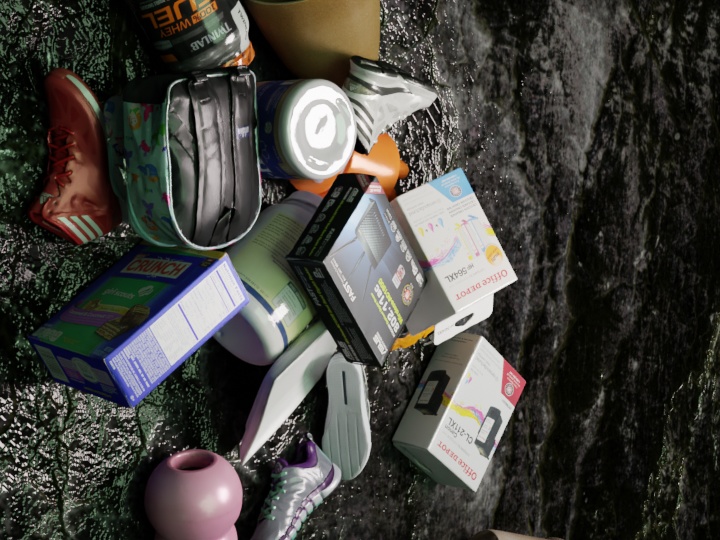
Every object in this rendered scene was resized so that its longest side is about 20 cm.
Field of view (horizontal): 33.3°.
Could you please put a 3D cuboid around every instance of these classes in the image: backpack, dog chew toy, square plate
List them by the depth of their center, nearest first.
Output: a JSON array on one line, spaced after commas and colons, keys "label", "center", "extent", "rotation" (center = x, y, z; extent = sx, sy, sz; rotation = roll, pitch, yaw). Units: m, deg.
[{"label": "backpack", "center": [-0.198, -0.125, 1.382], "extent": [0.177, 0.149, 0.203], "rotation": [-22, 108, -53]}, {"label": "dog chew toy", "center": [-0.208, 0.332, 1.523], "extent": [0.124, 0.124, 0.203], "rotation": [-16, 112, -41]}, {"label": "square plate", "center": [-0.088, 0.138, 1.587], "extent": [0.198, 0.028, 0.201], "rotation": [-47, 167, -42]}]

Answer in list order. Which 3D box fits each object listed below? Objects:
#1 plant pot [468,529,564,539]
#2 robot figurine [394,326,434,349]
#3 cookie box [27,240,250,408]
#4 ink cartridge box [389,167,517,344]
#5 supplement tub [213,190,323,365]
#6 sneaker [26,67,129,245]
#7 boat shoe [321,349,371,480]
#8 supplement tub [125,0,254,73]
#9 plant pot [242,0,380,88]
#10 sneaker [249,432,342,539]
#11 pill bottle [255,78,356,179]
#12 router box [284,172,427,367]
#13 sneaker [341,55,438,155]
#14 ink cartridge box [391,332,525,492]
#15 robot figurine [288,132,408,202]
[{"label": "plant pot", "center": [0.250, 0.504, 1.940], "extent": [0.172, 0.199, 0.202], "rotation": [30, 73, -22]}, {"label": "robot figurine", "center": [0.092, 0.050, 1.790], "extent": [0.199, 0.058, 0.146], "rotation": [-20, 140, -40]}, {"label": "cookie box", "center": [-0.258, 0.055, 1.409], "extent": [0.200, 0.170, 0.076], "rotation": [-44, 124, -32]}, {"label": "ink cartridge box", "center": [0.112, -0.013, 1.674], "extent": [0.128, 0.125, 0.202], "rotation": [-26, 86, -32]}, {"label": "supplement tub", "center": [-0.107, 0.007, 1.561], "extent": [0.200, 0.144, 0.146], "rotation": [-48, 124, -28]}, {"label": "sneaker", "center": [-0.338, -0.121, 1.379], "extent": [0.115, 0.078, 0.202], "rotation": [-38, 117, -35]}, {"label": "boat shoe", "center": [-0.013, 0.201, 1.720], "extent": [0.071, 0.071, 0.203], "rotation": [-58, 154, -64]}, {"label": "supplement tub", "center": [-0.213, -0.325, 1.443], "extent": [0.123, 0.122, 0.201], "rotation": [-47, 123, -29]}, {"label": "plant pot", "center": [-0.049, -0.323, 1.580], "extent": [0.187, 0.185, 0.201], "rotation": [-49, 141, -28]}, {"label": "sneaker", "center": [-0.113, 0.314, 1.653], "extent": [0.088, 0.074, 0.200], "rotation": [55, 50, -12]}, {"label": "pill bottle", "center": [-0.111, -0.175, 1.501], "extent": [0.119, 0.199, 0.122], "rotation": [-5, 98, -42]}, {"label": "router box", "center": [0.000, 0.000, 1.522], "extent": [0.151, 0.061, 0.201], "rotation": [-59, 137, -31]}, {"label": "sneaker", "center": [0.024, -0.211, 1.584], "extent": [0.200, 0.075, 0.117], "rotation": [-1, 119, -60]}, {"label": "ink cartridge box", "center": [0.155, 0.219, 1.872], "extent": [0.146, 0.082, 0.202], "rotation": [43, 65, -38]}, {"label": "robot figurine", "center": [-0.026, -0.147, 1.642], "extent": [0.198, 0.143, 0.118], "rotation": [14, 60, -43]}]
